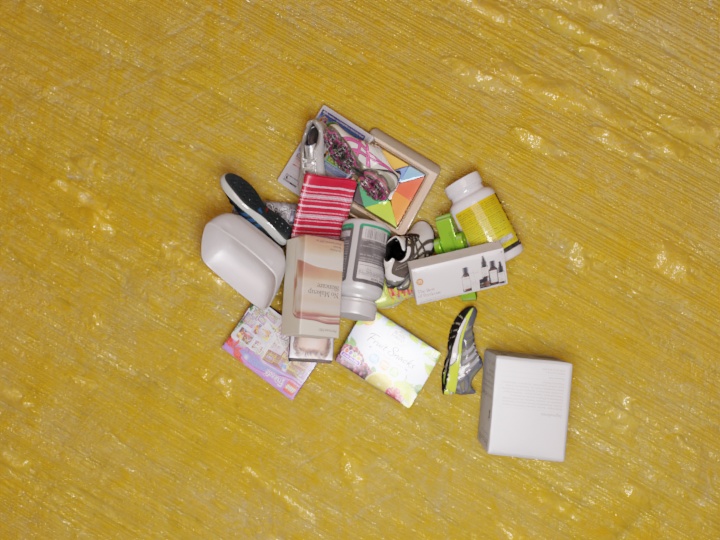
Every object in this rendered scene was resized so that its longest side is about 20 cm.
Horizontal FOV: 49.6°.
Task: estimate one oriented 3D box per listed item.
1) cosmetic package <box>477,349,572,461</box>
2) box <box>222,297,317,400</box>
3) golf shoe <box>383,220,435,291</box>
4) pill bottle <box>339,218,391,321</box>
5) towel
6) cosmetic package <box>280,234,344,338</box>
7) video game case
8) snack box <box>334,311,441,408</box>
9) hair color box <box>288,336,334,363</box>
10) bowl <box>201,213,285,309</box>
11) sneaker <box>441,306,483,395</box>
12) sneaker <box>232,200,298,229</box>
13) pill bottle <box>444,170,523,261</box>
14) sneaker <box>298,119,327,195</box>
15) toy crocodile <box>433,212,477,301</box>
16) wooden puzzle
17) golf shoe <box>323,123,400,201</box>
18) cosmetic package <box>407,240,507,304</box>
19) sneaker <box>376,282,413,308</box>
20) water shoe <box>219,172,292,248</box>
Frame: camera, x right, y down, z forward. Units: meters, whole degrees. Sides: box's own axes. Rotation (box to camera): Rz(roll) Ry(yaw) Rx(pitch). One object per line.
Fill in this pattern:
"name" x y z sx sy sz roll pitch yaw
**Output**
"cosmetic package" 0.347 0.283 1.661 0.162 0.167 0.205 5 88 1
"box" -0.191 0.173 1.744 0.198 0.039 0.138 36 89 2
"golf shoe" 0.105 -0.053 1.674 0.076 0.096 0.202 1 44 29
"pill bottle" 0.000 0.000 1.678 0.110 0.113 0.205 9 78 2
"towel" -0.082 -0.107 1.695 0.143 0.022 0.205 4 103 -40
"cosmetic package" -0.099 0.037 1.622 0.102 0.087 0.205 7 81 -33
"video game case" -0.078 -0.248 1.747 0.142 0.018 0.202 33 92 13
"snack box" 0.061 0.190 1.729 0.198 0.053 0.144 31 88 2
"hair color box" -0.104 0.097 1.707 0.098 0.061 0.205 4 77 -6
"bowl" -0.241 -0.029 1.658 0.198 0.201 0.075 38 61 4
"sneaker" 0.234 0.180 1.723 0.079 0.074 0.205 11 95 -7
"sneaker" -0.193 -0.117 1.729 0.195 0.082 0.077 2 89 2
"pill bottle" 0.264 -0.107 1.700 0.111 0.112 0.203 -27 89 1
"sneaker" -0.109 -0.233 1.699 0.073 0.087 0.205 -1 86 9
"toy crocodile" 0.211 -0.026 1.686 0.066 0.062 0.204 -19 97 25
"wooden puzzle" 0.059 -0.191 1.746 0.183 0.037 0.203 30 90 3
"golf shoe" 0.003 -0.246 1.696 0.200 0.072 0.092 45 57 -9
"cosmetic package" 0.202 0.005 1.615 0.195 0.051 0.084 -13 110 -2
"sneaker" 0.102 0.027 1.713 0.196 0.090 0.080 -23 90 3
"water shoe" -0.237 -0.116 1.658 0.200 0.072 0.079 45 123 -12
